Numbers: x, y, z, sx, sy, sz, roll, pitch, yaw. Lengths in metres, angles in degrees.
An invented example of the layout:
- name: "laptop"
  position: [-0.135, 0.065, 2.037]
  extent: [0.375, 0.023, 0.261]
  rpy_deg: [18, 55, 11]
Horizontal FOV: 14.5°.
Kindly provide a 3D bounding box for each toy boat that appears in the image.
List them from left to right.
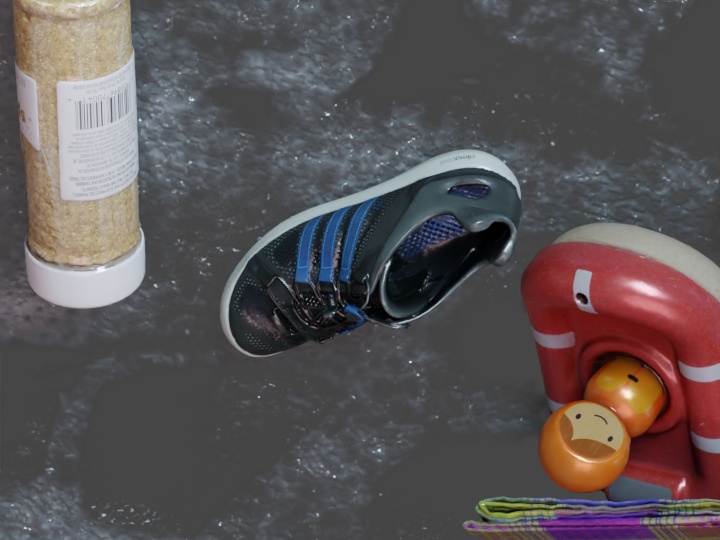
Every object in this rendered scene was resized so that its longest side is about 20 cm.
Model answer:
- name: "toy boat"
  position: [0.146, 0.074, 1.609]
  extent: [0.130, 0.131, 0.200]
  rpy_deg: [11, 132, 33]

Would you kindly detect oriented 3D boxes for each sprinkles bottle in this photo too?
- name: "sprinkles bottle"
  position: [-0.155, -0.077, 1.559]
  extent: [0.068, 0.068, 0.200]
  rpy_deg: [1, 125, 0]

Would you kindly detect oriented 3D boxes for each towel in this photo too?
- name: "towel"
  position: [0.173, 0.150, 1.623]
  extent: [0.200, 0.023, 0.144]
  rpy_deg: [-3, 164, 20]

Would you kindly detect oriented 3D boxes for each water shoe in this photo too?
- name: "water shoe"
  position: [0.000, 0.000, 1.605]
  extent: [0.200, 0.079, 0.072]
  rpy_deg: [-32, 119, 21]
